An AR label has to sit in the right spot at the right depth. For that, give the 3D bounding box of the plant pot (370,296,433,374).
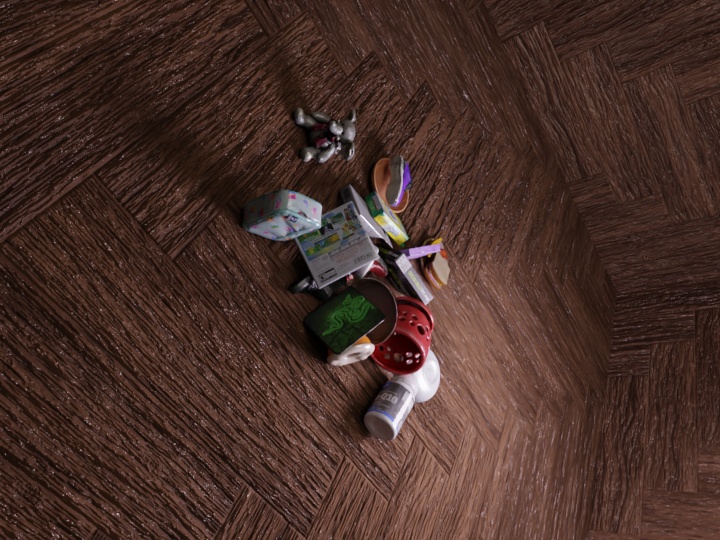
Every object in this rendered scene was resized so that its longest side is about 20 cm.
[{"bbox_3d":[0.137,0.203,1.692,0.202,0.198,0.183,58,38,-20],"label":"plant pot"}]

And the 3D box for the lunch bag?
[{"bbox_3d":[-0.202,-0.139,1.390,0.159,0.198,0.078,24,64,-44],"label":"lunch bag"}]

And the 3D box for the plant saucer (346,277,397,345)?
[{"bbox_3d":[0.029,0.123,1.588,0.032,0.198,0.204,-6,84,-59],"label":"plant saucer"}]

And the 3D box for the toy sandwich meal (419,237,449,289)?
[{"bbox_3d":[0.300,-0.033,2.036,0.204,0.070,0.209,17,68,-46],"label":"toy sandwich meal"}]

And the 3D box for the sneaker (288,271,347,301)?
[{"bbox_3d":[-0.121,0.049,1.538,0.200,0.059,0.105,-40,106,-50],"label":"sneaker"}]

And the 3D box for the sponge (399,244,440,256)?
[{"bbox_3d":[0.190,-0.062,1.887,0.198,0.111,0.030,-9,85,-49],"label":"sponge"}]

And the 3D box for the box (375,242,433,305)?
[{"bbox_3d":[0.135,0.010,1.751,0.047,0.193,0.201,-42,115,-12],"label":"box"}]

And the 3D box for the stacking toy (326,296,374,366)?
[{"bbox_3d":[-0.050,0.168,1.558,0.145,0.145,0.203,7,59,-47],"label":"stacking toy"}]

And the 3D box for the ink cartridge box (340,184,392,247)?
[{"bbox_3d":[0.018,-0.165,1.720,0.200,0.057,0.164,48,16,-43],"label":"ink cartridge box"}]

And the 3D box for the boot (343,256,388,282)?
[{"bbox_3d":[0.000,0.000,1.687,0.199,0.072,0.146,36,55,-28],"label":"boot"}]

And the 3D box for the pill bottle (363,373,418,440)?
[{"bbox_3d":[0.102,0.420,1.652,0.115,0.113,0.200,59,43,-18],"label":"pill bottle"}]

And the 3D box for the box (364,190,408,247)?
[{"bbox_3d":[0.098,-0.171,1.810,0.200,0.048,0.118,44,19,-45],"label":"box"}]

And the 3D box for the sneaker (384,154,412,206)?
[{"bbox_3d":[0.149,-0.307,1.884,0.099,0.069,0.203,33,57,-41],"label":"sneaker"}]

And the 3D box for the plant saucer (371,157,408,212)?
[{"bbox_3d":[0.102,-0.305,1.911,0.198,0.037,0.204,15,69,-45],"label":"plant saucer"}]

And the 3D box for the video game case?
[{"bbox_3d":[-0.072,-0.074,1.499,0.198,0.022,0.184,-27,88,-11],"label":"video game case"}]

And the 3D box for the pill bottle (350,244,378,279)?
[{"bbox_3d":[-0.054,-0.072,1.569,0.198,0.112,0.113,32,52,-6],"label":"pill bottle"}]

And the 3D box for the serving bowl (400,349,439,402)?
[{"bbox_3d":[0.221,0.358,1.843,0.198,0.065,0.204,15,69,-46],"label":"serving bowl"}]

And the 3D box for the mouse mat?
[{"bbox_3d":[-0.046,0.139,1.519,0.199,0.161,0.008,-34,149,-29],"label":"mouse mat"}]

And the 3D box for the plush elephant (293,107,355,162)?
[{"bbox_3d":[-0.086,-0.424,1.633,0.198,0.153,0.168,4,76,-47],"label":"plush elephant"}]
